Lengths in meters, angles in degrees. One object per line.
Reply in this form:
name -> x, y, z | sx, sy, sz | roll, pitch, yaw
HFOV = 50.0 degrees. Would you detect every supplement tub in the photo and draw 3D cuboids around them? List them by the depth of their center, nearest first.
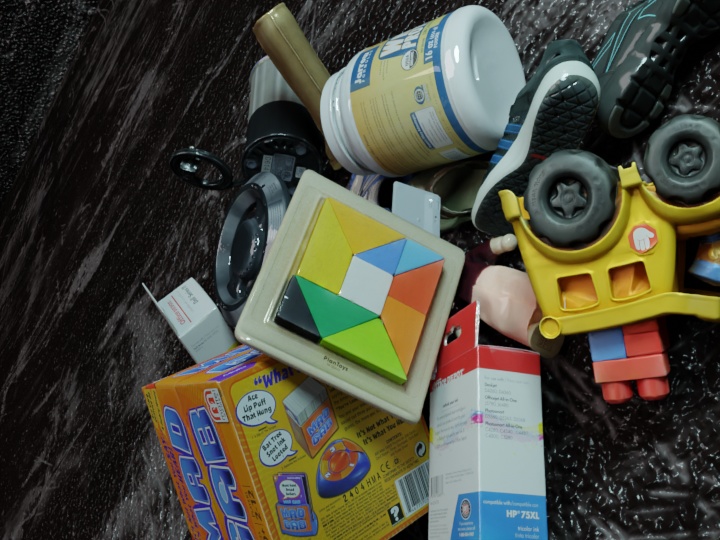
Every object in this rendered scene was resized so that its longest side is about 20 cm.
supplement tub -> 0.066, -0.186, 0.842 | 0.197, 0.143, 0.149 | -10, 67, 40

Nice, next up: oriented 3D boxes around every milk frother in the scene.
milk frother -> -0.160, -0.206, 1.121 | 0.181, 0.196, 0.191 | -50, 31, 40

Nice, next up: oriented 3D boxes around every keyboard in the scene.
keyboard -> 0.053, 0.006, 0.770 | 0.011, 0.055, 0.205 | 131, 147, -59

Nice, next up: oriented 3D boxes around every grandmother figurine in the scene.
grandmother figurine -> 0.126, 0.023, 0.773 | 0.123, 0.060, 0.199 | -61, 33, 2

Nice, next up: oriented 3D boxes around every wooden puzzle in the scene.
wooden puzzle -> 0.001, 0.015, 0.711 | 0.037, 0.182, 0.203 | -51, 16, 56

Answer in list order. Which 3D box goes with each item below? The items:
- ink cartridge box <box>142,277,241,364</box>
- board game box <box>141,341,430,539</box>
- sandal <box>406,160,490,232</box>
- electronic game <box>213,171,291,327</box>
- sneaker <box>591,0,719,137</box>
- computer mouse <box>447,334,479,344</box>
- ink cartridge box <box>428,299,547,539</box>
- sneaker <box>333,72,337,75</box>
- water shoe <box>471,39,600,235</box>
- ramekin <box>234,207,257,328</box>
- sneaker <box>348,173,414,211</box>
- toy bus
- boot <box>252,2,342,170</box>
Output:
ink cartridge box -> -0.217, 0.091, 1.086 | 0.067, 0.202, 0.117 | -36, 35, -13
board game box -> -0.069, 0.172, 0.776 | 0.198, 0.197, 0.205 | -14, 95, 54
sandal -> 0.109, -0.088, 0.836 | 0.199, 0.056, 0.082 | -2, 78, 51
electronic game -> -0.140, -0.027, 0.998 | 0.199, 0.041, 0.205 | -27, 57, 52
sneaker -> 0.259, -0.218, 0.665 | 0.202, 0.074, 0.080 | -55, 37, 23
computer mouse -> 0.068, 0.063, 0.861 | 0.199, 0.034, 0.060 | 32, 97, 48
ink cartridge box -> 0.111, 0.143, 0.699 | 0.116, 0.065, 0.205 | 133, 143, -65
sneaker -> 0.034, -0.227, 0.984 | 0.198, 0.078, 0.077 | 9, 81, 53
water shoe -> 0.163, -0.117, 0.721 | 0.202, 0.070, 0.080 | 116, 166, -46
ramekin -> -0.109, 0.004, 1.063 | 0.199, 0.096, 0.206 | -26, 56, 45
sneaker -> 0.013, -0.046, 0.940 | 0.084, 0.076, 0.205 | 9, 84, 50
toy bus -> 0.224, -0.004, 0.590 | 0.196, 0.135, 0.197 | -15, 82, 28
boot -> -0.059, -0.232, 0.987 | 0.066, 0.201, 0.175 | -39, 11, -8
